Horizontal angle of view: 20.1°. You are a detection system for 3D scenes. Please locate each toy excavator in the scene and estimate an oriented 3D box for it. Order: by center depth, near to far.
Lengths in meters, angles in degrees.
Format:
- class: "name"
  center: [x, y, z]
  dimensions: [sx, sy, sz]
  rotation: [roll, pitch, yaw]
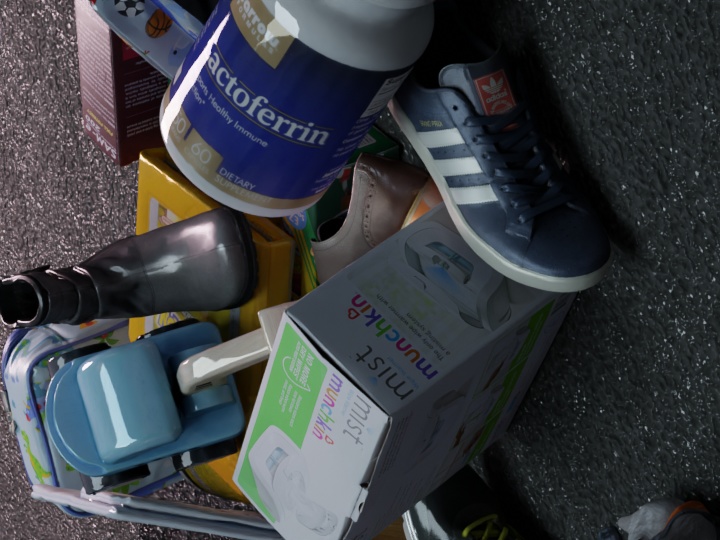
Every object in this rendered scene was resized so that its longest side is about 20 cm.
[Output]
- class: "toy excavator"
  center: [-0.116, 0.076, 1.337]
  dimensions: [0.200, 0.194, 0.100]
  rotation: [106, 147, -83]

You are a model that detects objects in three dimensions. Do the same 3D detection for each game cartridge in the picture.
- class: "game cartridge"
  center: [-0.112, 0.035, 1.450]
  dimensions: [0.176, 0.032, 0.200]
  rotation: [36, 127, 46]

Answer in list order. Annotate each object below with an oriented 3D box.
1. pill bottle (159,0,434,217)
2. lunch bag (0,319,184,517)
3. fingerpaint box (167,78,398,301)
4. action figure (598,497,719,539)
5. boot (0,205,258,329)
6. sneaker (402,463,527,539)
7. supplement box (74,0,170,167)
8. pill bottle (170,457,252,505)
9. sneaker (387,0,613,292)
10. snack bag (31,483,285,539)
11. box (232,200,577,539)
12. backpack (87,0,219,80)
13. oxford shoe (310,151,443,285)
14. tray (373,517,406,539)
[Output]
- class: "pill bottle"
  center: [-0.028, -0.133, 1.169]
  dimensions: [0.116, 0.116, 0.200]
  rotation: [56, 134, 22]
- class: "lunch bag"
  center: [-0.185, 0.102, 1.651]
  dimensions: [0.082, 0.200, 0.161]
  rotation: [20, 128, 57]
- class: "fingerpaint box"
  center: [-0.059, -0.057, 1.440]
  dimensions: [0.200, 0.073, 0.167]
  rotation: [43, 144, 40]
- class: "action figure"
  center: [0.213, 0.210, 1.156]
  dimensions: [0.194, 0.104, 0.200]
  rotation: [56, 177, 36]
- class: "boot"
  center: [-0.162, 0.009, 1.371]
  dimensions: [0.200, 0.131, 0.070]
  rotation: [-23, 80, 57]
- class: "sneaker"
  center: [0.103, 0.202, 1.354]
  dimensions: [0.200, 0.074, 0.085]
  rotation: [58, 147, 0]
- class: "supplement box"
  center: [-0.146, -0.184, 1.467]
  dimensions: [0.061, 0.109, 0.200]
  rotation: [42, 143, 40]
- class: "pill bottle"
  center: [-0.060, 0.125, 1.535]
  dimensions: [0.200, 0.112, 0.113]
  rotation: [2, 111, 61]
- class: "sneaker"
  center: [0.079, -0.076, 1.170]
  dimensions: [0.200, 0.075, 0.085]
  rotation: [52, 152, 28]
- class: "snack bag"
  center: [-0.127, 0.180, 1.505]
  dimensions: [0.200, 0.188, 0.021]
  rotation: [-4, 76, 64]
- class: "box"
  center: [0.028, 0.068, 1.248]
  dimensions: [0.097, 0.176, 0.200]
  rotation: [45, 148, 17]
- class: "backpack"
  center: [-0.103, -0.218, 1.290]
  dimensions: [0.200, 0.154, 0.191]
  rotation: [47, -159, -56]
- class: "oxford shoe"
  center: [0.000, 0.000, 1.345]
  dimensions: [0.073, 0.071, 0.200]
  rotation: [29, 130, 5]
- class: "tray"
  center: [0.008, 0.212, 1.488]
  dimensions: [0.200, 0.099, 0.037]
  rotation: [-8, 104, 63]
